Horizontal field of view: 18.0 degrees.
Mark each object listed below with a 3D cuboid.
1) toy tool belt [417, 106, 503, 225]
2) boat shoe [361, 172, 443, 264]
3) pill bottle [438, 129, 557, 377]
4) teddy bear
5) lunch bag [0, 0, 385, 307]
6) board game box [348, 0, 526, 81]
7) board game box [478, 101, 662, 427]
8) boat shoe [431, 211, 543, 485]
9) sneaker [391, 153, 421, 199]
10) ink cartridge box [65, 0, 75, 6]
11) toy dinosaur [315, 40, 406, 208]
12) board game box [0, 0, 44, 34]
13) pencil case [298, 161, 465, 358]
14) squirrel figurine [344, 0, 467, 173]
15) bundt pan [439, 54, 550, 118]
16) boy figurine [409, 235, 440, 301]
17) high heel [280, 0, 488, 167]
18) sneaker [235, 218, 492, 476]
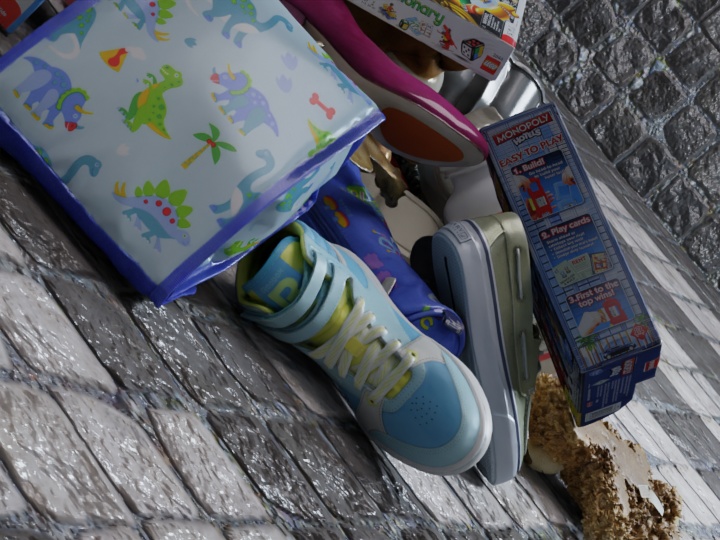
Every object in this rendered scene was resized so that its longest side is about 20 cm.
[{"bbox_3d":[0.104,-0.032,1.926,0.201,0.124,0.123,67,-24,-2],"label":"toy tool belt"},{"bbox_3d":[-0.022,-0.066,1.801,0.200,0.073,0.063,42,-32,0],"label":"boat shoe"},{"bbox_3d":[0.132,-0.019,1.809,0.109,0.108,0.201,-31,100,-77],"label":"pill bottle"},{"bbox_3d":[0.188,0.168,1.763,0.200,0.067,0.146,38,34,-41],"label":"teddy bear"},{"bbox_3d":[-0.114,-0.083,1.335,0.170,0.127,0.200,46,42,4],"label":"lunch bag"},{"bbox_3d":[0.063,-0.218,1.701,0.126,0.035,0.200,28,26,-6],"label":"board game box"},{"bbox_3d":[0.147,-0.007,1.619,0.200,0.061,0.201,74,-3,-75],"label":"board game box"},{"bbox_3d":[0.097,0.055,1.568,0.072,0.062,0.201,-136,-147,-58],"label":"boat shoe"},{"bbox_3d":[-0.018,-0.125,1.883,0.200,0.079,0.096,48,16,-3],"label":"sneaker"},{"bbox_3d":[-0.124,-0.133,1.587,0.116,0.067,0.200,35,17,-43],"label":"ink cartridge box"},{"bbox_3d":[-0.030,-0.105,1.520,0.200,0.058,0.101,24,27,-50],"label":"toy dinosaur"},{"bbox_3d":[-0.275,-0.267,1.505,0.196,0.056,0.200,44,13,-17],"label":"board game box"},{"bbox_3d":[0.000,0.000,1.574,0.200,0.078,0.087,57,-1,40],"label":"pencil case"},{"bbox_3d":[-0.036,-0.162,1.727,0.186,0.142,0.200,-24,74,-35],"label":"squirrel figurine"},{"bbox_3d":[0.068,-0.130,2.024,0.202,0.201,0.076,43,56,-23],"label":"bundt pan"},{"bbox_3d":[0.074,0.021,1.702,0.064,0.125,0.200,19,-4,10],"label":"boy figurine"},{"bbox_3d":[0.017,-0.150,1.611,0.199,0.096,0.068,31,-32,7],"label":"high heel"},{"bbox_3d":[-0.009,0.045,1.417,0.200,0.080,0.130,45,7,33],"label":"sneaker"}]
